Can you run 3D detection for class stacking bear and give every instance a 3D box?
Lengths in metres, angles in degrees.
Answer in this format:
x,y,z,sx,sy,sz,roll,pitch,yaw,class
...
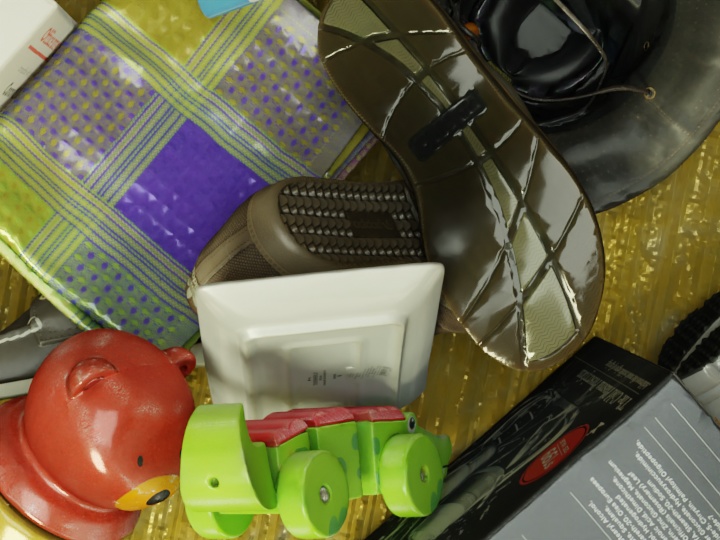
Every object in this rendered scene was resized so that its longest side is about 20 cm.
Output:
x,y,z,sx,sy,sz,roll,pitch,yaw,class
-0.147,0.108,1.133,0.200,0.121,0.114,-49,59,30,stacking bear

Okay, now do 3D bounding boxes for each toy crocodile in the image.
x,y,z,sx,sy,sz,roll,pitch,yaw,class
-0.019,0.085,1.126,0.067,0.200,0.062,-4,90,33,toy crocodile

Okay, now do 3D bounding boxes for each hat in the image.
x,y,z,sx,sy,sz,roll,pitch,yaw,class
0.101,-0.126,1.194,0.199,0.081,0.202,2,98,12,hat

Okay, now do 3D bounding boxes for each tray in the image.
x,y,z,sx,sy,sz,roll,pitch,yaw,class
-0.018,0.041,1.135,0.107,0.200,0.022,-7,72,-3,tray

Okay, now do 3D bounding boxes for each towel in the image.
x,y,z,sx,sy,sz,roll,pitch,yaw,class
-0.085,-0.062,1.169,0.144,0.023,0.200,43,67,-4,towel

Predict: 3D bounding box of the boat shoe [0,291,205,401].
x,y,z,sx,sy,sz,roll,pitch,yaw,class
-0.122,0.026,1.194,0.200,0.072,0.061,-11,87,-10,boat shoe

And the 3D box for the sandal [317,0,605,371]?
x,y,z,sx,sy,sz,roll,pitch,yaw,class
0.049,-0.048,1.153,0.082,0.055,0.200,-37,79,10,sandal

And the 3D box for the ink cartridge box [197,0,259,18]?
x,y,z,sx,sy,sz,roll,pitch,yaw,class
-0.010,-0.192,1.095,0.067,0.200,0.116,-24,99,-37,ink cartridge box

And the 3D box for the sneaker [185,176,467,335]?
x,y,z,sx,sy,sz,roll,pitch,yaw,class
0.000,0.000,1.169,0.075,0.199,0.071,-33,61,31,sneaker

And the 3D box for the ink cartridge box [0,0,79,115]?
x,y,z,sx,sy,sz,roll,pitch,yaw,class
-0.195,-0.093,1.142,0.067,0.116,0.200,40,90,-2,ink cartridge box

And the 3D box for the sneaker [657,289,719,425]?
x,y,z,sx,sy,sz,roll,pitch,yaw,class
0.241,0.013,1.219,0.200,0.074,0.080,-39,108,3,sneaker

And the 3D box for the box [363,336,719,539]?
x,y,z,sx,sy,sz,roll,pitch,yaw,class
0.089,0.133,1.141,0.182,0.200,0.104,-42,95,-2,box
